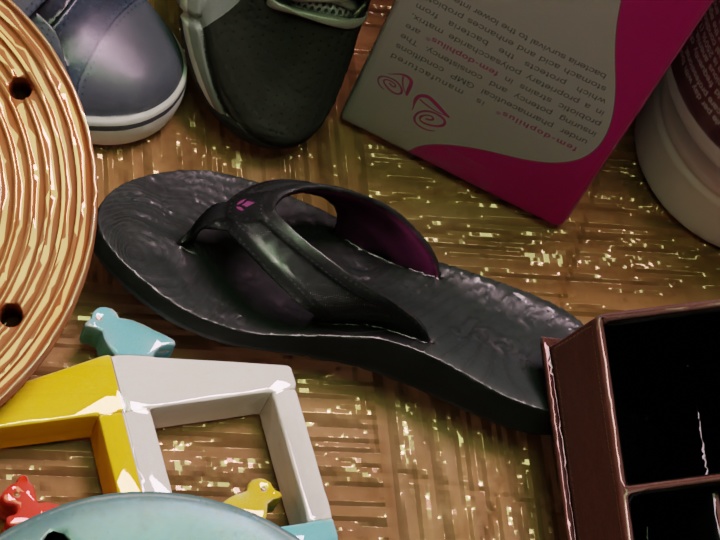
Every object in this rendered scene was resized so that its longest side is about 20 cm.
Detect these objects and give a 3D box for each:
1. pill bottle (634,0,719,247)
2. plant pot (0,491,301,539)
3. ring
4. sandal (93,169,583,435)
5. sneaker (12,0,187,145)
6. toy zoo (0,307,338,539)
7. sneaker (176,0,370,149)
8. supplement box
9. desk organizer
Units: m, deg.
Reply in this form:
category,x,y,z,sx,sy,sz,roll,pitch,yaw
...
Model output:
category,x,y,z,sx,sy,sz,roll,pitch,yaw
pill bottle,0.185,-0.096,0.925,0.114,0.200,0.115,9,58,-14
plant pot,-0.063,0.152,0.679,0.199,0.188,0.201,4,65,-8
ring,-0.191,-0.024,0.841,0.199,0.019,0.201,2,73,-5
sandal,0.001,-0.001,0.891,0.200,0.048,0.076,18,43,-12
sneaker,-0.150,-0.122,0.906,0.199,0.079,0.079,30,55,-1
toy zoo,-0.069,0.105,0.831,0.131,0.020,0.201,-7,63,-22
sneaker,-0.009,-0.132,0.878,0.075,0.201,0.115,-4,18,-29
supplement box,0.078,-0.122,0.906,0.101,0.200,0.104,27,55,-2
desk organizer,0.123,0.106,0.840,0.071,0.077,0.201,7,65,-28
